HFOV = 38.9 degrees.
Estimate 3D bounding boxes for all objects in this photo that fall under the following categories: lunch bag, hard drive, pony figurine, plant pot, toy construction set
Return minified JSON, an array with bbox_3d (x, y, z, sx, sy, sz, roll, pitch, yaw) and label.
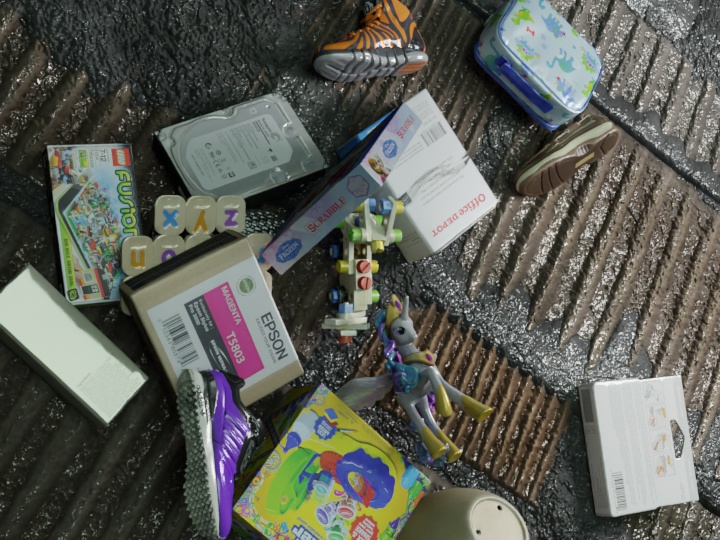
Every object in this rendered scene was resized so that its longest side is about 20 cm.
[{"bbox_3d":[0.278,-0.331,1.605,0.200,0.082,0.162,40,53,-13],"label":"lunch bag"},{"bbox_3d":[-0.160,-0.154,1.366,0.198,0.038,0.141,-22,71,-28],"label":"hard drive"},{"bbox_3d":[0.068,0.155,1.338,0.165,0.194,0.201,-15,57,-33],"label":"pony figurine"},{"bbox_3d":[0.147,0.367,1.338,0.198,0.135,0.202,19,45,-20],"label":"plant pot"},{"bbox_3d":[0.000,0.000,1.376,0.091,0.131,0.203,15,85,-26],"label":"toy construction set"}]

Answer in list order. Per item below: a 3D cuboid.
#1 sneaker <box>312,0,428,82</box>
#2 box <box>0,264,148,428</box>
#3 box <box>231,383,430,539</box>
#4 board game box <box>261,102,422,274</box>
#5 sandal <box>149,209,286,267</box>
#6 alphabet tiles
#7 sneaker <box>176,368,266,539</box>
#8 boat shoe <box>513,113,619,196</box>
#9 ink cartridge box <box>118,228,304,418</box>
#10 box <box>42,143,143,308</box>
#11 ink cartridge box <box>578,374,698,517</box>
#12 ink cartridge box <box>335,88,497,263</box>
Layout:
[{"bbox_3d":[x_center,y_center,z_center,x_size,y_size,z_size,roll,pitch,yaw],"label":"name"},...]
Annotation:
[{"bbox_3d":[0.003,-0.344,1.497,0.198,0.077,0.113,-10,80,-38],"label":"sneaker"},{"bbox_3d":[-0.357,0.094,1.225,0.200,0.068,0.082,47,64,-10],"label":"box"},{"bbox_3d":[-0.054,0.286,1.305,0.200,0.122,0.193,42,66,-13],"label":"box"},{"bbox_3d":[-0.022,-0.108,1.317,0.041,0.199,0.200,44,34,-9],"label":"board game box"},{"bbox_3d":[-0.180,-0.043,1.357,0.198,0.048,0.076,4,79,-14],"label":"sandal"},{"bbox_3d":[-0.206,0.002,1.297,0.198,0.015,0.198,-2,100,-27],"label":"alphabet tiles"},{"bbox_3d":[-0.154,0.212,1.198,0.099,0.069,0.203,2,72,-33],"label":"sneaker"},{"bbox_3d":[0.314,-0.188,1.624,0.201,0.075,0.075,-28,57,-21],"label":"boat shoe"},{"bbox_3d":[-0.183,0.075,1.271,0.164,0.075,0.202,-28,109,-18],"label":"ink cartridge box"},{"bbox_3d":[-0.332,-0.058,1.286,0.109,0.035,0.203,-6,82,-27],"label":"box"},{"bbox_3d":[0.433,0.270,1.591,0.174,0.045,0.203,-2,81,-26],"label":"ink cartridge box"},{"bbox_3d":[0.082,-0.134,1.478,0.144,0.084,0.201,-36,95,-27],"label":"ink cartridge box"}]
